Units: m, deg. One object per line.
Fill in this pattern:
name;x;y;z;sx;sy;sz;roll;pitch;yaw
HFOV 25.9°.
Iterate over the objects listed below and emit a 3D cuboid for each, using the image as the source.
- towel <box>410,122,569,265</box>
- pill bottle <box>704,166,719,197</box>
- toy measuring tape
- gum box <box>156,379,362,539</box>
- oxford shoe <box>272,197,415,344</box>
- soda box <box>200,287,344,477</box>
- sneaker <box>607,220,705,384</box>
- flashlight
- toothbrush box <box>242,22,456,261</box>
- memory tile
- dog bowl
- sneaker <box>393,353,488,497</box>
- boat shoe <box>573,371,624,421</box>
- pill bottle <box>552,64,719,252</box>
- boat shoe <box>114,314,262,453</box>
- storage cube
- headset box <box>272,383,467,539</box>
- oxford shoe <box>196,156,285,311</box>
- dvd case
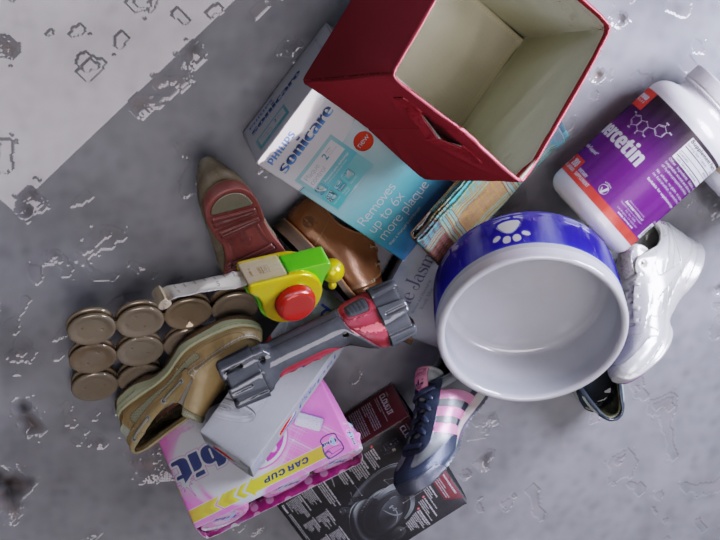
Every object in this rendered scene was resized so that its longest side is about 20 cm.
towel;0.136;-0.090;1.612;0.200;0.022;0.147;-48;161;1
pill bottle;0.474;-0.139;1.692;0.111;0.111;0.200;39;100;-28
toy measuring tape;-0.109;0.026;1.565;0.199;0.074;0.074;-14;119;-19
gum box;-0.104;0.190;1.683;0.199;0.114;0.066;-26;159;-2
oxford shoe;0.000;0.000;1.646;0.071;0.071;0.200;-46;112;-8
soda box;-0.083;0.112;1.633;0.068;0.063;0.200;35;77;8
sneaker;0.305;0.031;1.723;0.099;0.075;0.201;38;63;-21
flashlight;-0.044;0.078;1.581;0.199;0.068;0.068;-26;91;-4
toothbrush box;0.005;-0.129;1.581;0.200;0.085;0.147;34;102;-26
memory tile;-0.206;0.075;1.630;0.199;0.017;0.154;-8;142;-12
dog bowl;0.175;0.039;1.632;0.199;0.079;0.201;-2;129;-2
sneaker;0.074;0.151;1.683;0.070;0.200;0.082;-19;118;43
boat shoe;0.255;0.089;1.763;0.075;0.062;0.201;-25;124;-10
pill bottle;0.308;-0.121;1.654;0.200;0.113;0.112;-43;119;7
boat shoe;-0.173;0.125;1.630;0.200;0.076;0.071;-40;138;26
storage cube;0.088;-0.200;1.445;0.171;0.180;0.201;36;77;-26
headset box;0.013;0.237;1.768;0.199;0.077;0.149;-34;120;1
oxford shoe;-0.122;-0.038;1.603;0.070;0.075;0.201;-21;140;-9
dvd case;0.118;0.024;1.726;0.199;0.018;0.143;21;109;-23
